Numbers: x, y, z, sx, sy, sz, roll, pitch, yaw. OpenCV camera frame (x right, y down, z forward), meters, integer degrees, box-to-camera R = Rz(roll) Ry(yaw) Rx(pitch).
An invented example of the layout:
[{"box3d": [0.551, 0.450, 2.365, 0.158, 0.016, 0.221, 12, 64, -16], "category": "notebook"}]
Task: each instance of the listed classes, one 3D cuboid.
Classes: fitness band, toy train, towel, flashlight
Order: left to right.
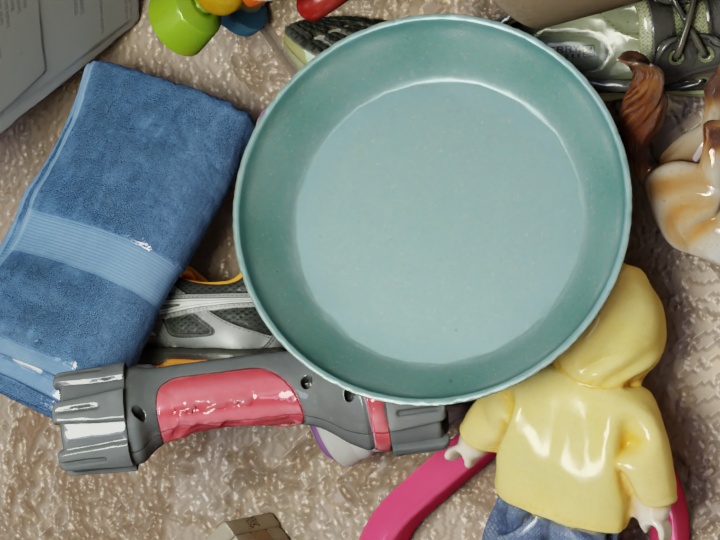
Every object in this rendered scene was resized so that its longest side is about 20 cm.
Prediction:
[{"box3d": [-0.143, -0.016, 1.450, 0.111, 0.049, 0.200, 19, 73, 32], "category": "towel"}, {"box3d": [-0.066, -0.149, 1.375, 0.116, 0.200, 0.085, -31, 95, 33], "category": "toy train"}, {"box3d": [-0.055, 0.071, 1.360, 0.199, 0.068, 0.068, -8, 82, 1], "category": "flashlight"}, {"box3d": [0.083, 0.153, 1.408, 0.200, 0.037, 0.144, -42, 72, 22], "category": "fitness band"}]

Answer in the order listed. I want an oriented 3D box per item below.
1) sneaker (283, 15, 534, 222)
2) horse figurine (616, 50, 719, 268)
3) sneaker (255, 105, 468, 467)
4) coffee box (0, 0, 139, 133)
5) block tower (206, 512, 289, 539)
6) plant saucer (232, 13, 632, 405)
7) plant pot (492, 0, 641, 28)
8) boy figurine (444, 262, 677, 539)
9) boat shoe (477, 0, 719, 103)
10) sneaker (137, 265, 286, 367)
[{"box3d": [0.024, -0.059, 1.409, 0.200, 0.077, 0.089, 42, 127, 23], "category": "sneaker"}, {"box3d": [0.196, -0.029, 1.316, 0.200, 0.050, 0.133, 42, 132, 6], "category": "horse figurine"}, {"box3d": [0.000, 0.000, 1.416, 0.099, 0.075, 0.201, -15, 103, 11], "category": "sneaker"}, {"box3d": [-0.259, -0.195, 1.425, 0.197, 0.200, 0.200, 29, 143, 23], "category": "coffee box"}, {"box3d": [-0.020, 0.228, 1.453, 0.054, 0.058, 0.200, -44, 72, 22], "category": "block tower"}, {"box3d": [0.037, -0.028, 1.325, 0.199, 0.036, 0.201, -3, 75, 9], "category": "plant saucer"}, {"box3d": [0.128, -0.204, 1.265, 0.174, 0.200, 0.201, -31, 79, 23], "category": "plant pot"}, {"box3d": [0.103, 0.092, 1.341, 0.124, 0.064, 0.201, 12, 92, 24], "category": "boy figurine"}, {"box3d": [0.153, -0.120, 1.335, 0.200, 0.066, 0.072, -8, 89, 27], "category": "boat shoe"}, {"box3d": [-0.123, 0.029, 1.489, 0.199, 0.078, 0.077, 5, 82, 24], "category": "sneaker"}]
